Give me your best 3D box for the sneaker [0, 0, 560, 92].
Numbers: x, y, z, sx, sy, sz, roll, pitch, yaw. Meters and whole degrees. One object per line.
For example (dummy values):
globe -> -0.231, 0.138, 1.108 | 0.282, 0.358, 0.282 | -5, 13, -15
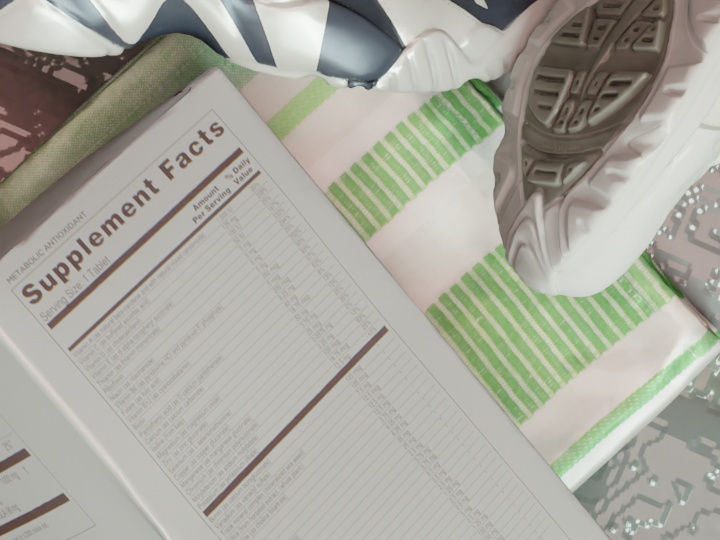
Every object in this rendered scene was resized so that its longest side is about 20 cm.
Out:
sneaker -> -0.019, -0.127, 0.783 | 0.199, 0.080, 0.130 | 5, 115, -19

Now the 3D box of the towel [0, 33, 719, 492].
towel -> 0.000, 0.000, 0.874 | 0.153, 0.023, 0.200 | -44, 95, 1

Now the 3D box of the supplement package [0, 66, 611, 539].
supplement package -> -0.035, 0.062, 0.789 | 0.200, 0.109, 0.114 | 51, 56, -7

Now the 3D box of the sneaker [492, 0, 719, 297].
sneaker -> 0.118, -0.070, 0.805 | 0.099, 0.078, 0.200 | 32, 92, -36
